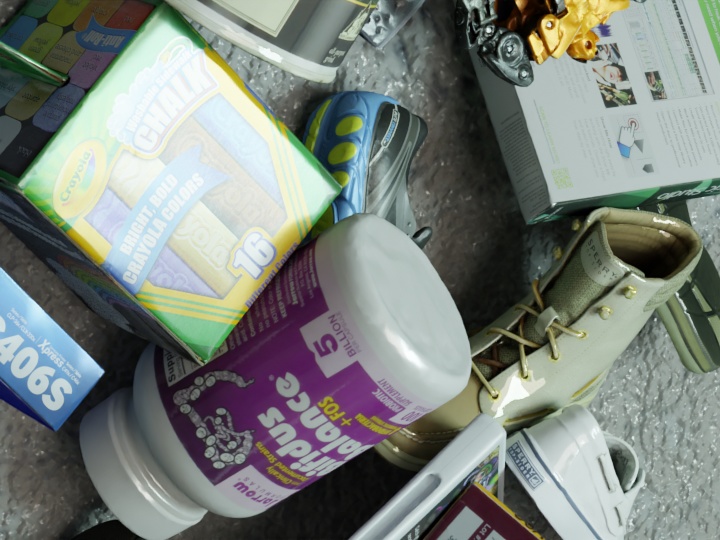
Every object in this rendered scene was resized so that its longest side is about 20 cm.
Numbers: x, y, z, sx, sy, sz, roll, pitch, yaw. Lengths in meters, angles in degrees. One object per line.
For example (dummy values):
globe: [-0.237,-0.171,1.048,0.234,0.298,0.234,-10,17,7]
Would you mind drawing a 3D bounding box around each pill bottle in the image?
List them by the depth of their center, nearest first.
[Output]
pill bottle: [-0.049,0.063,1.422,0.200,0.113,0.112,-32,128,21]

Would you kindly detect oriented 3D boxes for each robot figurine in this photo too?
robot figurine: [0.087,-0.204,1.469,0.145,0.058,0.201,-35,119,-22]

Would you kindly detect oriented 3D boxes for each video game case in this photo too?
video game case: [0.014,0.187,1.538,0.182,0.023,0.200,-42,158,-18]

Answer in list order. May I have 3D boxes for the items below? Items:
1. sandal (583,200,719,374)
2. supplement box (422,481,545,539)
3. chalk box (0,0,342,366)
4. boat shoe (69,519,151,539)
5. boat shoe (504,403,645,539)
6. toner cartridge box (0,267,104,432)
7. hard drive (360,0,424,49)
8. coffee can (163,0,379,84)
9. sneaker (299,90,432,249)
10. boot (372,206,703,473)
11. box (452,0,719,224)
sandal: [0.167,-0.025,1.622,0.080,0.057,0.202,-40,113,-52]
supplement box: [0.077,0.211,1.551,0.110,0.086,0.200,-48,159,-6]
chalk box: [-0.132,-0.069,1.366,0.124,0.124,0.200,-51,126,-12]
boat shoe: [-0.166,0.231,1.465,0.074,0.076,0.200,33,91,-42]
boat shoe: [0.140,0.130,1.598,0.065,0.074,0.200,-36,160,3]
toner cartridge box: [-0.222,-0.005,1.339,0.043,0.095,0.200,-51,126,-14]
hard drive: [0.024,-0.239,1.478,0.135,0.042,0.200,43,77,-35]
coffee can: [-0.023,-0.217,1.332,0.146,0.146,0.200,24,105,-37]
sneaker: [0.000,0.000,1.510,0.082,0.071,0.201,5,100,-35]
boot: [0.098,0.037,1.534,0.199,0.072,0.155,-15,152,-44]
box: [0.161,-0.110,1.573,0.199,0.036,0.145,-9,75,-32]
